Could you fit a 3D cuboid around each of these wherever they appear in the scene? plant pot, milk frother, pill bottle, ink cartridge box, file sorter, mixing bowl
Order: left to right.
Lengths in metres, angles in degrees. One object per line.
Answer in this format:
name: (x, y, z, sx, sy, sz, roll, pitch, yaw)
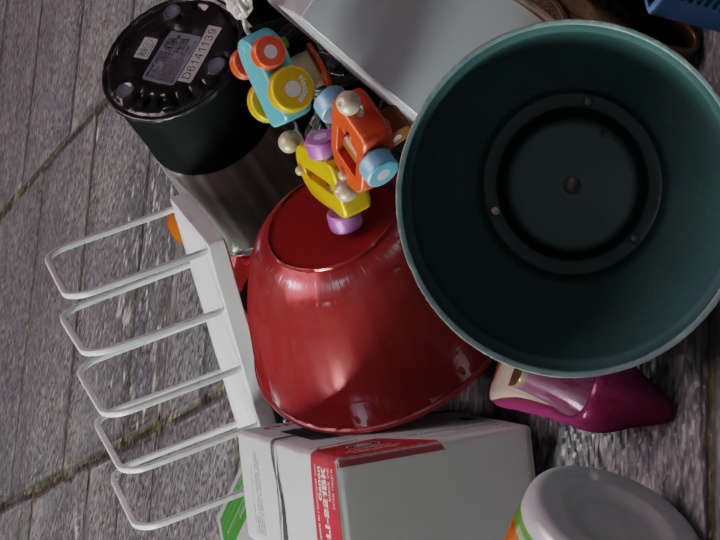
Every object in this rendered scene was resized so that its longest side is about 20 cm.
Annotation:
file sorter: (-0.146, 0.069, 1.483, 0.139, 0.124, 0.202, -138, 32, -67)
milk frother: (-0.062, -0.113, 1.528, 0.200, 0.188, 0.181, 34, 76, 37)
mixing bowl: (0.000, 0.000, 1.362, 0.201, 0.199, 0.109, -106, -8, -48)
ink cartridge box: (0.015, 0.148, 1.374, 0.200, 0.143, 0.085, -179, 82, -68)
pill bottle: (0.113, 0.225, 1.161, 0.111, 0.110, 0.201, -115, 41, -55)
plant pot: (0.126, -0.047, 1.181, 0.134, 0.198, 0.202, -43, -33, -81)

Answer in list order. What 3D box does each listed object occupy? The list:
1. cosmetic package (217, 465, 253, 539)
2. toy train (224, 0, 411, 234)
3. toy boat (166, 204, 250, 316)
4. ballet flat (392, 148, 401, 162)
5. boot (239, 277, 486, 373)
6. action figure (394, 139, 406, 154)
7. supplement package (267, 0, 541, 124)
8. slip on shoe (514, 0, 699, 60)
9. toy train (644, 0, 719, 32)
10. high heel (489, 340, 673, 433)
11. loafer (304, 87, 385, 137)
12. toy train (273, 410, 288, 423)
cosmetic package: (-0.048, 0.239, 1.589, 0.201, 0.084, 0.108, -107, 35, -51)
toy train: (-0.021, -0.112, 1.282, 0.200, 0.055, 0.151, 54, 160, 32)
toy boat: (-0.112, -0.042, 1.805, 0.130, 0.130, 0.202, -147, 68, -66)
ballet flat: (0.013, -0.075, 1.594, 0.200, 0.067, 0.063, -120, 16, -48)
boot: (-0.006, 0.042, 1.485, 0.146, 0.070, 0.201, -40, 54, 15)
action figure: (0.044, -0.127, 1.498, 0.193, 0.104, 0.202, 169, 116, -79)
supplement package: (0.066, -0.202, 1.304, 0.200, 0.155, 0.111, -52, 20, 1)
slip on shoe: (0.125, -0.184, 1.215, 0.060, 0.200, 0.076, -24, 28, 48)
toy train: (0.180, -0.239, 1.195, 0.087, 0.113, 0.201, -50, 36, 44)
high heel: (0.138, 0.073, 1.275, 0.200, 0.095, 0.068, -85, 16, -85)
loafer: (-0.011, -0.143, 1.690, 0.063, 0.071, 0.201, 53, 128, 53)
toy train: (-0.028, 0.070, 1.589, 0.085, 0.114, 0.202, -15, 65, 21)
